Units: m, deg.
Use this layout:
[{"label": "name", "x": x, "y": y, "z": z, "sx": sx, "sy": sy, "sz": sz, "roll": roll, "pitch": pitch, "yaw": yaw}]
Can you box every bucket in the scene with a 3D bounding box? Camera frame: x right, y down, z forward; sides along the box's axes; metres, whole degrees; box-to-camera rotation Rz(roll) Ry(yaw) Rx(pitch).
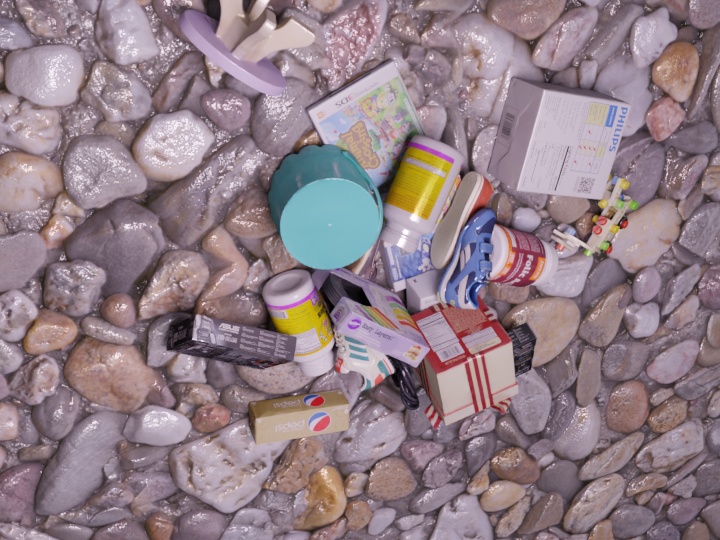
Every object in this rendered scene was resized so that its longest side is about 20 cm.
[{"label": "bucket", "x": -0.063, "y": -0.109, "z": 1.538, "sx": 0.207, "sy": 0.135, "sz": 0.207, "roll": -5, "pitch": 120, "yaw": -9}]

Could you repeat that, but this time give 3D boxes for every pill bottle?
[{"label": "pill bottle", "x": -0.111, "y": 0.105, "z": 1.654, "sx": 0.104, "sy": 0.104, "sz": 0.200, "roll": -23, "pitch": 121, "yaw": -9}, {"label": "pill bottle", "x": 0.105, "y": -0.137, "z": 1.565, "sx": 0.104, "sy": 0.104, "sz": 0.200, "roll": 23, "pitch": 92, "yaw": -28}, {"label": "pill bottle", "x": 0.301, "y": -0.027, "z": 1.717, "sx": 0.200, "sy": 0.114, "sz": 0.114, "roll": 9, "pitch": 112, "yaw": -44}]

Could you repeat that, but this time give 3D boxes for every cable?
[{"label": "cable", "x": 0.075, "y": 0.187, "z": 1.717, "sx": 0.051, "sy": 0.163, "sz": 0.200, "roll": -14, "pitch": 134, "yaw": -2}]

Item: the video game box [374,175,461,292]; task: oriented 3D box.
[{"label": "video game box", "x": 0.124, "y": -0.076, "z": 1.691, "sx": 0.182, "sy": 0.047, "sz": 0.200, "roll": -22, "pitch": 120, "yaw": -12}]

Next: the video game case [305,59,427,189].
[{"label": "video game case", "x": 0.022, "y": -0.256, "z": 1.580, "sx": 0.182, "sy": 0.022, "sz": 0.200, "roll": -31, "pitch": 121, "yaw": -4}]

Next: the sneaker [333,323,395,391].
[{"label": "sneaker", "x": -0.020, "y": 0.148, "z": 1.639, "sx": 0.093, "sy": 0.070, "sz": 0.200, "roll": -39, "pitch": 112, "yaw": -6}]

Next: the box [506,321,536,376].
[{"label": "box", "x": 0.276, "y": 0.204, "z": 1.840, "sx": 0.200, "sy": 0.044, "sz": 0.160, "roll": -24, "pitch": 149, "yaw": -8}]

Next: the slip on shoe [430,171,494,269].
[{"label": "slip on shoe", "x": 0.196, "y": -0.090, "z": 1.648, "sx": 0.061, "sy": 0.074, "sz": 0.200, "roll": 20, "pitch": 100, "yaw": -31}]

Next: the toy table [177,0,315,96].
[{"label": "toy table", "x": -0.175, "y": -0.383, "z": 1.370, "sx": 0.200, "sy": 0.184, "sz": 0.117, "roll": 24, "pitch": 121, "yaw": -37}]

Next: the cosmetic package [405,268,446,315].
[{"label": "cosmetic package", "x": 0.153, "y": 0.096, "z": 1.741, "sx": 0.101, "sy": 0.071, "sz": 0.200, "roll": -18, "pitch": 133, "yaw": -14}]

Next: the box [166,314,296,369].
[{"label": "box", "x": -0.241, "y": 0.136, "z": 1.591, "sx": 0.200, "sy": 0.158, "sz": 0.050, "roll": 15, "pitch": 71, "yaw": -25}]

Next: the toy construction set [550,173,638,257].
[{"label": "toy construction set", "x": 0.497, "y": -0.103, "z": 1.790, "sx": 0.200, "sy": 0.092, "sz": 0.131, "roll": -47, "pitch": 146, "yaw": 14}]

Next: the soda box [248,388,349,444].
[{"label": "soda box", "x": -0.126, "y": 0.300, "z": 1.765, "sx": 0.200, "sy": 0.064, "sz": 0.068, "roll": -6, "pitch": 116, "yaw": -19}]

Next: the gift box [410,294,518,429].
[{"label": "gift box", "x": 0.193, "y": 0.186, "z": 1.654, "sx": 0.184, "sy": 0.200, "sz": 0.187, "roll": -19, "pitch": 135, "yaw": -5}]

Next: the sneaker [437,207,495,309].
[{"label": "sneaker", "x": 0.218, "y": -0.018, "z": 1.607, "sx": 0.074, "sy": 0.082, "sz": 0.200, "roll": 9, "pitch": 104, "yaw": -56}]

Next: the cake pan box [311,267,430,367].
[{"label": "cake pan box", "x": 0.013, "y": 0.075, "z": 1.567, "sx": 0.200, "sy": 0.184, "sz": 0.052, "roll": 27, "pitch": 107, "yaw": -31}]

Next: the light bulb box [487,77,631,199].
[{"label": "light bulb box", "x": 0.380, "y": -0.253, "z": 1.655, "sx": 0.200, "sy": 0.125, "sz": 0.198, "roll": 4, "pitch": 112, "yaw": -23}]

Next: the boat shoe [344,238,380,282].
[{"label": "boat shoe", "x": 0.000, "y": 0.000, "z": 1.669, "sx": 0.065, "sy": 0.072, "sz": 0.200, "roll": 10, "pitch": 114, "yaw": -30}]
